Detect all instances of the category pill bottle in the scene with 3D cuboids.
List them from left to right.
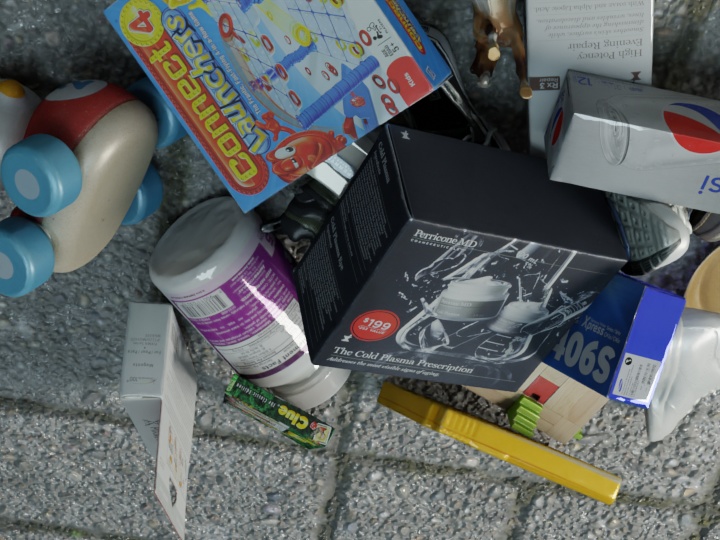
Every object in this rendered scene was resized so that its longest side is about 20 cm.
[{"bbox_3d":[-0.093,0.035,1.343,0.112,0.112,0.200,-23,126,22],"label":"pill bottle"}]

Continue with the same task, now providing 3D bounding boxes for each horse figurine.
[{"bbox_3d":[0.097,-0.221,1.116,0.050,0.133,0.200,-12,118,4],"label":"horse figurine"}]

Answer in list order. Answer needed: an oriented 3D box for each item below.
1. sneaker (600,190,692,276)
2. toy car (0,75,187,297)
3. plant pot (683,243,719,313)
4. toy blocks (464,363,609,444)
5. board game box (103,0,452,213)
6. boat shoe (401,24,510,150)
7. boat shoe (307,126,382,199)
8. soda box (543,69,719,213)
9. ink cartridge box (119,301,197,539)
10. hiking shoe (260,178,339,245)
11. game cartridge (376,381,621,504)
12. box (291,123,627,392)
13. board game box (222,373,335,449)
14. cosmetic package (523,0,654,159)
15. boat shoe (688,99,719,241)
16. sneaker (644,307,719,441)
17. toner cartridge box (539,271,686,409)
[{"bbox_3d":[0.239,-0.044,1.222,0.087,0.200,0.075,-11,100,-4],"label":"sneaker"},{"bbox_3d":[-0.280,-0.113,1.221,0.200,0.184,0.177,37,129,10],"label":"toy car"},{"bbox_3d":[0.397,0.021,1.352,0.200,0.027,0.200,2,130,2],"label":"plant pot"},{"bbox_3d":[0.175,0.072,1.380,0.200,0.100,0.137,30,115,-21],"label":"toy blocks"},{"bbox_3d":[-0.066,-0.178,1.145,0.196,0.056,0.200,-32,98,27],"label":"board game box"},{"bbox_3d":[0.079,-0.110,1.233,0.074,0.068,0.199,-13,129,15],"label":"boat shoe"},{"bbox_3d":[-0.021,-0.118,1.229,0.200,0.069,0.072,37,115,-5],"label":"boat shoe"},{"bbox_3d":[0.249,-0.095,1.145,0.200,0.063,0.068,11,129,-6],"label":"soda box"},{"bbox_3d":[-0.188,0.144,1.359,0.044,0.174,0.200,2,157,2],"label":"ink cartridge box"},{"bbox_3d":[0.000,0.000,1.315,0.101,0.076,0.200,-40,111,5],"label":"hiking shoe"},{"bbox_3d":[0.129,0.164,1.415,0.200,0.176,0.032,22,87,-14],"label":"game cartridge"},{"bbox_3d":[0.075,-0.004,1.184,0.200,0.104,0.182,9,135,-25],"label":"box"},{"bbox_3d":[-0.081,0.137,1.392,0.105,0.023,0.200,26,170,-1],"label":"board game box"},{"bbox_3d":[0.182,-0.163,1.178,0.102,0.074,0.200,-3,129,6],"label":"cosmetic package"},{"bbox_3d":[0.319,-0.116,1.219,0.073,0.075,0.200,24,120,-4],"label":"boat shoe"},{"bbox_3d":[0.311,0.102,1.377,0.088,0.075,0.200,-4,148,2],"label":"sneaker"},{"bbox_3d":[0.187,0.040,1.227,0.043,0.200,0.095,17,94,-24],"label":"toner cartridge box"}]
